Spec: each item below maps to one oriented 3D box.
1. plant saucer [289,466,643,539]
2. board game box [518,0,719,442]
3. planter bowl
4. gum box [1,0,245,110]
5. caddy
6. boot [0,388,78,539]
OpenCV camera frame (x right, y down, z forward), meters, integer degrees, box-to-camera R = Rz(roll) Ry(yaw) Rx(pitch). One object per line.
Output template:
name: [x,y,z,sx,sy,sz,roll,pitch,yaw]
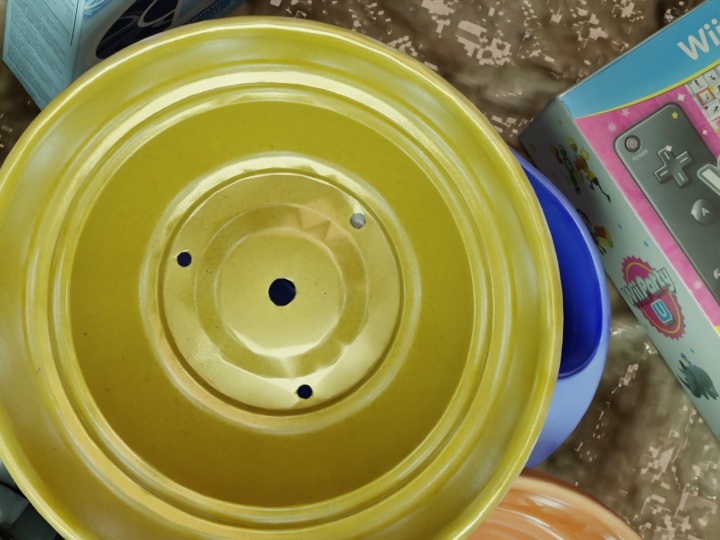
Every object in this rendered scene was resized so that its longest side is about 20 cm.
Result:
plant saucer: [0.028,0.164,0.919,0.200,0.032,0.201,-6,109,-16]
board game box: [0.182,-0.017,1.004,0.147,0.064,0.200,-33,86,-15]
planter bowl: [-0.031,0.011,0.856,0.200,0.083,0.201,0,97,3]
gum box: [-0.053,-0.140,0.917,0.170,0.200,0.045,-37,87,-14]
caddy: [0.000,0.000,0.945,0.200,0.105,0.141,41,74,0]
boot: [-0.195,0.042,0.901,0.073,0.198,0.163,-49,120,-23]
